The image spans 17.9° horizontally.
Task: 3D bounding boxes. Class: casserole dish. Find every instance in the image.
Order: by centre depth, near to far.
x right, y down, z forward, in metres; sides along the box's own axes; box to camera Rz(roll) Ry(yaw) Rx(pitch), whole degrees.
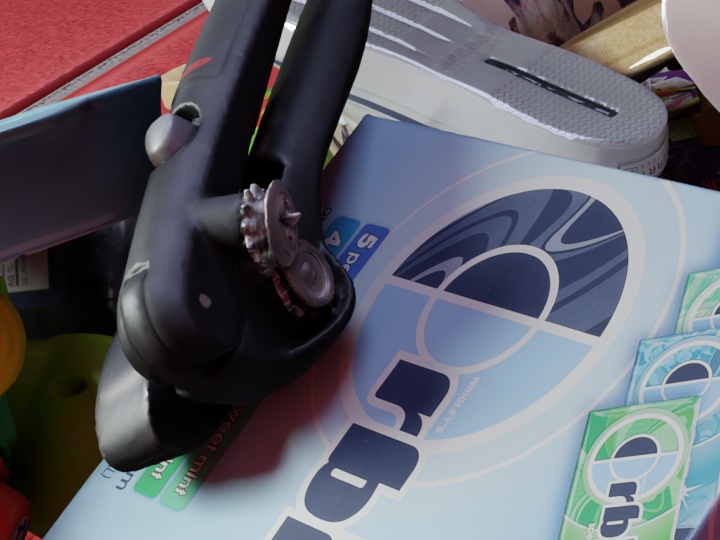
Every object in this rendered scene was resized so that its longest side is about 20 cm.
[{"bbox_3d":[-0.126,-0.020,0.688,0.121,0.039,0.200,-21,7,-22],"label":"casserole dish"}]

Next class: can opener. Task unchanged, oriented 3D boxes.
[{"bbox_3d":[-0.032,-0.037,0.637,0.079,0.063,0.200,-18,41,31],"label":"can opener"}]

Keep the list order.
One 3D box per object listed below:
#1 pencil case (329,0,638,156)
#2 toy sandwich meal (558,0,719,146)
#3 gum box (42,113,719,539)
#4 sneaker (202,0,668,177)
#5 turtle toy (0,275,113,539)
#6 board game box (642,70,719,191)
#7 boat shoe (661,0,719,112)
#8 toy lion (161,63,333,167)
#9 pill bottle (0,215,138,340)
[{"bbox_3d":[0.060,-0.101,0.951,0.089,0.078,0.200,23,44,30],"label":"pencil case"},{"bbox_3d":[0.163,-0.090,0.859,0.205,0.070,0.205,-28,4,2],"label":"toy sandwich meal"},{"bbox_3d":[0.024,0.049,0.584,0.200,0.045,0.170,18,66,50],"label":"gum box"},{"bbox_3d":[0.018,-0.060,0.830,0.200,0.071,0.073,32,43,29],"label":"sneaker"},{"bbox_3d":[-0.145,0.060,0.694,0.200,0.101,0.146,-23,8,-30],"label":"turtle toy"},{"bbox_3d":[0.113,-0.054,0.964,0.120,0.032,0.200,-8,12,1],"label":"board game box"},{"bbox_3d":[0.167,-0.022,0.709,0.072,0.200,0.069,-47,-22,19],"label":"boat shoe"},{"bbox_3d":[-0.030,-0.061,1.036,0.192,0.069,0.200,-7,17,33],"label":"toy lion"},{"bbox_3d":[-0.115,0.011,0.820,0.200,0.112,0.112,-5,18,13],"label":"pill bottle"}]
